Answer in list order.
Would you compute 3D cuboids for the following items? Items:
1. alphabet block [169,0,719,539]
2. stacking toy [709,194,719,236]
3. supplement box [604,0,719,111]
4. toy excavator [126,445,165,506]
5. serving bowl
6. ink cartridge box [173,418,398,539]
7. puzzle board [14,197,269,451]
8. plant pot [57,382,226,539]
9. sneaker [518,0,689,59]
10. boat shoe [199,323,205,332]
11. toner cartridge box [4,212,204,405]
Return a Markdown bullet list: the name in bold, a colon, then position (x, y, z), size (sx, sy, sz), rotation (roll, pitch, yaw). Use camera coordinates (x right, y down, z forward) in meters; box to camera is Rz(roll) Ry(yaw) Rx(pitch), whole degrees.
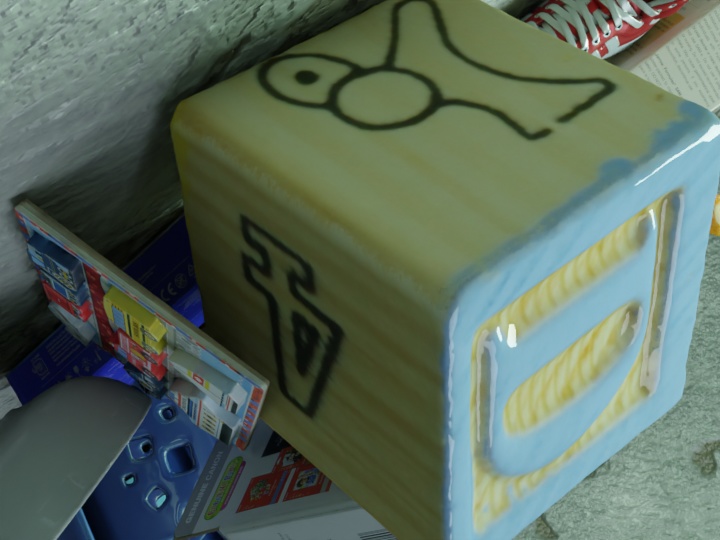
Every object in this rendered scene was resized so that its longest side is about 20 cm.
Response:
- **alphabet block**: position (0.043, -0.004, 0.644), size (0.194, 0.199, 0.198), rotation (-29, 137, -29)
- **stacking toy**: position (0.261, -0.115, 1.071), size (0.115, 0.201, 0.110), rotation (-25, 167, -40)
- **supplement box**: position (0.235, -0.168, 0.952), size (0.199, 0.074, 0.126), rotation (-36, -156, 8)
- **toy excavator**: position (-0.206, 0.270, 1.353), size (0.100, 0.201, 0.194), rotation (-37, 170, 25)
- **serving bowl**: position (-0.211, 0.137, 0.740), size (0.200, 0.066, 0.200), rotation (-49, -173, 8)
- **ink cartridge box**: position (-0.002, 0.107, 0.791), size (0.174, 0.084, 0.201), rotation (-18, -149, 34)
- **puzzle board**: position (-0.120, 0.042, 0.685), size (0.017, 0.150, 0.200), rotation (-52, 177, -18)
- **plant pot**: position (-0.200, 0.210, 1.118), size (0.178, 0.202, 0.200), rotation (-23, 167, -21)
- **sneaker**: position (0.152, -0.168, 0.825), size (0.199, 0.071, 0.112), rotation (-38, 178, -30)
- **boat shoe**: position (-0.124, 0.064, 1.005), size (0.075, 0.074, 0.200), rotation (-38, 170, 21)
- **toner cartridge box**: position (-0.144, 0.027, 0.847), size (0.199, 0.043, 0.095), rotation (-39, 171, 24)
